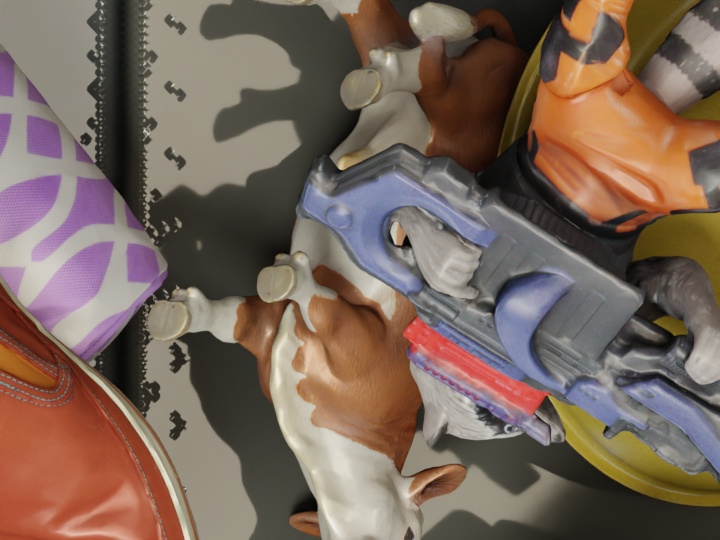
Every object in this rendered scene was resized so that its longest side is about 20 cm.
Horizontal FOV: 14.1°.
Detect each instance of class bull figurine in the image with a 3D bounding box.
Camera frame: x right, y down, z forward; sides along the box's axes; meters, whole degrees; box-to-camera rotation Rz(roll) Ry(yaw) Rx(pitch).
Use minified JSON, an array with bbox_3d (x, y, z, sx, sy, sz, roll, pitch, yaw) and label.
[{"bbox_3d":[0.000,0.000,0.939,0.121,0.065,0.201,35,67,-53],"label":"bull figurine"}]

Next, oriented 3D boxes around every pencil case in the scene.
[{"bbox_3d":[-0.145,-0.044,0.905,0.200,0.085,0.084,54,41,-9],"label":"pencil case"}]

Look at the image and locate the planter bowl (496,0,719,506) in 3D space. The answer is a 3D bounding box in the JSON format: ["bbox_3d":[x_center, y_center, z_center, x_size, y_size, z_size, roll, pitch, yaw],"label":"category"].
[{"bbox_3d":[0.147,-0.017,0.954,0.200,0.083,0.201,-3,96,-31],"label":"planter bowl"}]

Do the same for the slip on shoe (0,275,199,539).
[{"bbox_3d":[-0.116,0.038,0.849,0.074,0.061,0.200,-29,103,18],"label":"slip on shoe"}]

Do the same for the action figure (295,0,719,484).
[{"bbox_3d":[0.093,-0.010,0.878,0.200,0.105,0.194,39,113,-9],"label":"action figure"}]
